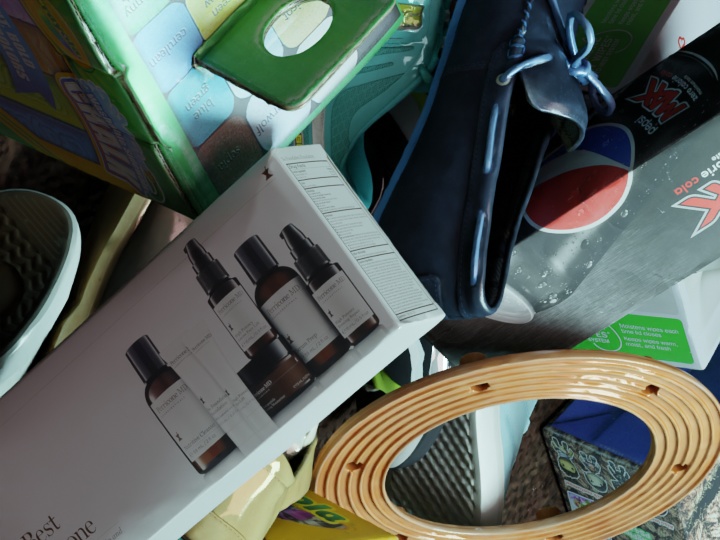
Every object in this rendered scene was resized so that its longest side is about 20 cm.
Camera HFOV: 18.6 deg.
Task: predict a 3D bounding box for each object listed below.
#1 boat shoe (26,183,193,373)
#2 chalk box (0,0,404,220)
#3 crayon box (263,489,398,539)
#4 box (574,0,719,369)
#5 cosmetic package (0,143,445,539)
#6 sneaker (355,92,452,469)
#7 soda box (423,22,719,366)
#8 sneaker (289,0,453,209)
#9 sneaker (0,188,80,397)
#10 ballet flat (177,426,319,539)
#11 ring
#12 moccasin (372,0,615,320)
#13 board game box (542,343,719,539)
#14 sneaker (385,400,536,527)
[{"bbox_3d":[-0.089,0.006,0.942,0.070,0.070,0.201,26,78,-15],"label":"boat shoe"},{"bbox_3d":[-0.077,-0.113,0.832,0.125,0.199,0.124,-47,134,-22],"label":"chalk box"},{"bbox_3d":[-0.075,0.125,0.987,0.199,0.126,0.051,1,106,-47],"label":"crayon box"},{"bbox_3d":[0.150,-0.084,1.124,0.200,0.096,0.177,-55,137,-37],"label":"box"},{"bbox_3d":[-0.071,0.047,0.826,0.200,0.083,0.051,-41,167,21],"label":"cosmetic package"},{"bbox_3d":[0.000,0.000,1.071,0.082,0.072,0.202,-4,107,-25],"label":"sneaker"},{"bbox_3d":[0.114,-0.028,0.989,0.199,0.064,0.071,-34,122,21],"label":"soda box"},{"bbox_3d":[0.011,-0.116,0.975,0.201,0.079,0.078,-63,176,25],"label":"sneaker"},{"bbox_3d":[-0.184,0.055,0.905,0.201,0.072,0.085,-54,165,-22],"label":"sneaker"},{"bbox_3d":[-0.042,0.072,0.968,0.068,0.200,0.063,37,102,-5],"label":"ballet flat"},{"bbox_3d":[0.074,0.088,1.044,0.200,0.199,0.019,34,37,-47],"label":"ring"},{"bbox_3d":[0.072,-0.068,0.955,0.080,0.068,0.201,30,78,-55],"label":"moccasin"},{"bbox_3d":[0.214,0.130,1.305,0.159,0.096,0.201,-42,131,-26],"label":"board game box"},{"bbox_3d":[0.066,0.080,1.153,0.082,0.074,0.202,-14,118,-42],"label":"sneaker"}]
